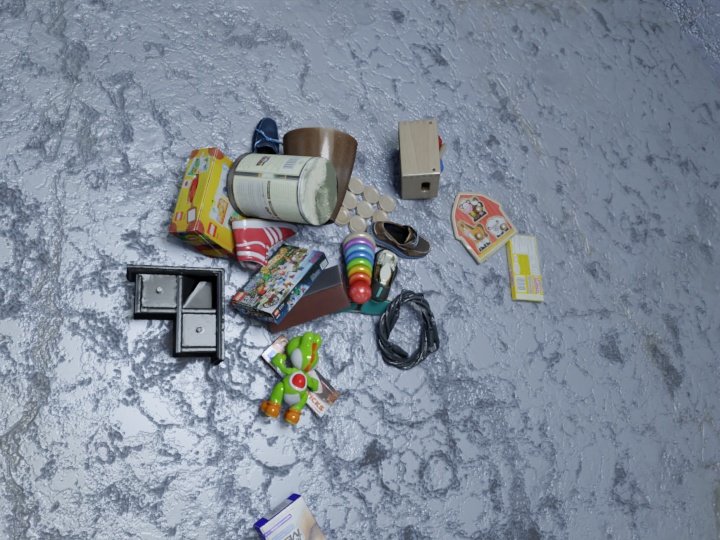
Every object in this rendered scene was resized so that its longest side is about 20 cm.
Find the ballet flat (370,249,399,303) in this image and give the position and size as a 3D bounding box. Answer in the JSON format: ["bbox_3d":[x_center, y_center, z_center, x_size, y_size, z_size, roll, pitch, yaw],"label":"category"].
[{"bbox_3d":[0.065,-0.003,1.397,0.068,0.069,0.201,18,40,-6],"label":"ballet flat"}]

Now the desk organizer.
[{"bbox_3d":[-0.128,0.067,1.295,0.199,0.077,0.072,-19,39,3],"label":"desk organizer"}]

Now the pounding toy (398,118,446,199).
[{"bbox_3d":[0.177,-0.303,1.528,0.141,0.200,0.185,-3,74,4],"label":"pounding toy"}]

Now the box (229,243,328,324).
[{"bbox_3d":[-0.183,0.025,1.276,0.200,0.136,0.038,-52,137,-32],"label":"box"}]

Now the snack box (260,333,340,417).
[{"bbox_3d":[-0.139,0.244,1.300,0.200,0.024,0.072,47,64,-5],"label":"snack box"}]

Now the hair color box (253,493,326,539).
[{"bbox_3d":[-0.126,0.591,1.182,0.109,0.065,0.201,-30,90,-29],"label":"hair color box"}]

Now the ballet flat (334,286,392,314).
[{"bbox_3d":[-0.008,0.068,1.391,0.199,0.072,0.072,2,74,-25],"label":"ballet flat"}]

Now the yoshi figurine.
[{"bbox_3d":[-0.146,0.229,1.251,0.111,0.112,0.201,19,82,25],"label":"yoshi figurine"}]

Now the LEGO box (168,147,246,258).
[{"bbox_3d":[-0.327,-0.147,1.256,0.149,0.077,0.201,42,52,-56],"label":"LEGO box"}]

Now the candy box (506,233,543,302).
[{"bbox_3d":[0.484,-0.008,1.660,0.102,0.026,0.201,6,72,-24],"label":"candy box"}]

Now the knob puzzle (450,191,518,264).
[{"bbox_3d":[0.346,-0.147,1.624,0.218,0.030,0.221,5,72,-16],"label":"knob puzzle"}]

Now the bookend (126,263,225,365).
[{"bbox_3d":[-0.393,0.096,1.188,0.199,0.092,0.200,3,74,-23],"label":"bookend"}]

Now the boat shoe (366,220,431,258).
[{"bbox_3d":[0.115,-0.081,1.476,0.199,0.072,0.073,13,71,-30],"label":"boat shoe"}]

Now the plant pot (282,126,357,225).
[{"bbox_3d":[-0.104,-0.218,1.369,0.186,0.187,0.201,7,80,-23],"label":"plant pot"}]

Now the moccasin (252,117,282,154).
[{"bbox_3d":[-0.228,-0.293,1.392,0.080,0.068,0.201,7,72,-23],"label":"moccasin"}]

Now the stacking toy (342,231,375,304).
[{"bbox_3d":[0.000,0.000,1.360,0.085,0.086,0.201,17,42,-19],"label":"stacking toy"}]

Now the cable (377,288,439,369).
[{"bbox_3d":[0.115,0.144,1.414,0.162,0.051,0.201,-19,106,-16],"label":"cable"}]

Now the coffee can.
[{"bbox_3d":[-0.170,-0.182,1.242,0.146,0.199,0.147,-27,122,-56],"label":"coffee can"}]

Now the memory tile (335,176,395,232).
[{"bbox_3d":[-0.011,-0.172,1.487,0.199,0.017,0.154,29,65,-15],"label":"memory tile"}]

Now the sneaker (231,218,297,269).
[{"bbox_3d":[-0.219,-0.059,1.307,0.200,0.071,0.113,-3,89,-56],"label":"sneaker"}]
